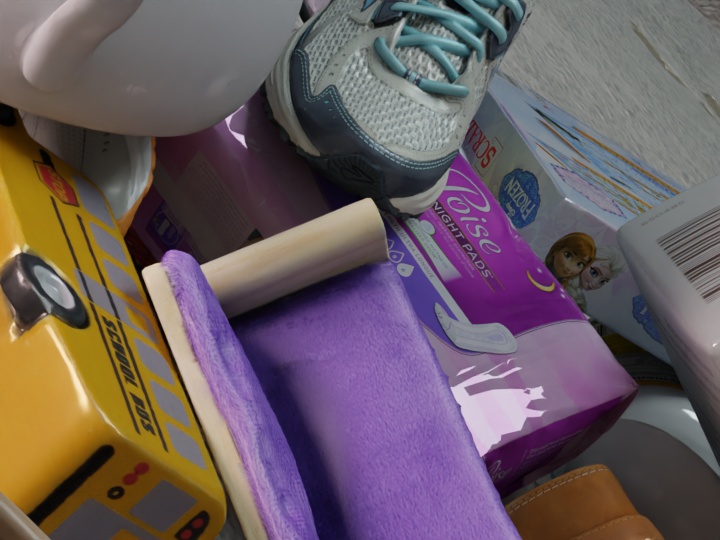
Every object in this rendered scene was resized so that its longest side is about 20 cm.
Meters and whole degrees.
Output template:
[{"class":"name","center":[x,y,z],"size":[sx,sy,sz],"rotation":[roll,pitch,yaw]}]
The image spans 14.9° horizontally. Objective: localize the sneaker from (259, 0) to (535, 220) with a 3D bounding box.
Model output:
[{"class":"sneaker","center":[0.025,-0.098,1.010],"size":[0.077,0.086,0.200],"rotation":[33,36,-8]}]

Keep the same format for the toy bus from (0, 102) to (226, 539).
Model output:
[{"class":"toy bus","center":[-0.109,0.013,0.870],"size":[0.078,0.065,0.200],"rotation":[35,19,-39]}]

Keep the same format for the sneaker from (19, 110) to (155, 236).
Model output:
[{"class":"sneaker","center":[-0.148,-0.070,0.999],"size":[0.092,0.076,0.200],"rotation":[17,27,-43]}]

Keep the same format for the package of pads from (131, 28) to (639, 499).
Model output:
[{"class":"package of pads","center":[0.000,0.000,1.022],"size":[0.120,0.076,0.200],"rotation":[-19,65,-46]}]

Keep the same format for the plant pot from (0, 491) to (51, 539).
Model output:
[{"class":"plant pot","center":[-0.114,0.112,0.537],"size":[0.201,0.093,0.201],"rotation":[43,14,-14]}]

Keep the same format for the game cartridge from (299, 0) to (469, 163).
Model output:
[{"class":"game cartridge","center":[0.023,-0.044,1.166],"size":[0.133,0.040,0.201],"rotation":[45,20,-83]}]

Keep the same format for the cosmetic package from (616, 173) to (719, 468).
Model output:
[{"class":"cosmetic package","center":[0.223,0.054,1.058],"size":[0.201,0.164,0.165],"rotation":[63,1,-18]}]

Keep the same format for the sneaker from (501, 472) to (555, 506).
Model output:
[{"class":"sneaker","center":[0.044,0.108,1.067],"size":[0.081,0.077,0.200],"rotation":[28,16,-27]}]

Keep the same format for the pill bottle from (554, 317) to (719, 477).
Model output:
[{"class":"pill bottle","center":[0.128,0.094,1.248],"size":[0.113,0.113,0.200],"rotation":[45,14,-7]}]

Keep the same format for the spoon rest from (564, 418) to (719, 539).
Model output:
[{"class":"spoon rest","center":[0.142,0.148,1.116],"size":[0.060,0.099,0.201],"rotation":[-30,101,-33]}]

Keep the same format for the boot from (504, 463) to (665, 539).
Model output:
[{"class":"boot","center":[0.114,0.132,0.937],"size":[0.077,0.199,0.156],"rotation":[47,17,-50]}]

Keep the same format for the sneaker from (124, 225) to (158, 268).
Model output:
[{"class":"sneaker","center":[-0.058,-0.047,1.140],"size":[0.078,0.082,0.200],"rotation":[45,18,-10]}]

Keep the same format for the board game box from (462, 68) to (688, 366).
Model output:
[{"class":"board game box","center":[0.131,-0.010,1.267],"size":[0.199,0.041,0.200],"rotation":[30,14,-23]}]

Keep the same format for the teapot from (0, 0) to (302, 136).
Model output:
[{"class":"teapot","center":[-0.091,-0.146,0.915],"size":[0.200,0.147,0.197],"rotation":[36,24,21]}]

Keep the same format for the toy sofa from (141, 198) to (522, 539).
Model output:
[{"class":"toy sofa","center":[0.004,0.077,0.868],"size":[0.098,0.082,0.201],"rotation":[79,-12,-63]}]
